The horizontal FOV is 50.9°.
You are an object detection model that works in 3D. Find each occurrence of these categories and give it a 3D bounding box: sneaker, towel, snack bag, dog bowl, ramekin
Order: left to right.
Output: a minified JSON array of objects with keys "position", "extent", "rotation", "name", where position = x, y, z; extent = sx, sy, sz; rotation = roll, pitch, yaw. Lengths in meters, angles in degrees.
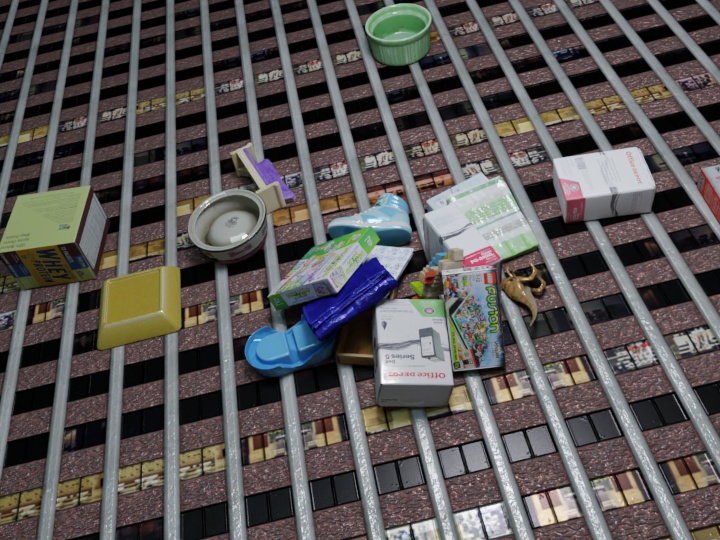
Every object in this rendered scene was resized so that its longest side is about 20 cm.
[{"position":[-0.316,-0.102,1.845],"extent":[0.198,0.074,0.201],"rotation":[-7,50,9],"name":"dog bowl"},{"position":[-0.143,0.161,1.601],"extent":[0.198,0.050,0.112],"rotation":[-19,48,-4],"name":"dog bowl"},{"position":[-0.028,0.050,1.549],"extent":[0.199,0.050,0.148],"rotation":[-35,24,-3],"name":"towel"},{"position":[0.000,0.000,1.688],"extent":[0.198,0.022,0.189],"rotation":[4,37,26],"name":"snack bag"},{"position":[0.024,-0.126,1.798],"extent":[0.198,0.080,0.131],"rotation":[3,51,2],"name":"sneaker"},{"position":[0.118,-0.702,2.264],"extent":[0.198,0.098,0.201],"rotation":[-6,48,7],"name":"ramekin"},{"position":[0.299,-0.109,1.730],"extent":[0.148,0.031,0.201],"rotation":[-21,66,-5],"name":"towel"}]

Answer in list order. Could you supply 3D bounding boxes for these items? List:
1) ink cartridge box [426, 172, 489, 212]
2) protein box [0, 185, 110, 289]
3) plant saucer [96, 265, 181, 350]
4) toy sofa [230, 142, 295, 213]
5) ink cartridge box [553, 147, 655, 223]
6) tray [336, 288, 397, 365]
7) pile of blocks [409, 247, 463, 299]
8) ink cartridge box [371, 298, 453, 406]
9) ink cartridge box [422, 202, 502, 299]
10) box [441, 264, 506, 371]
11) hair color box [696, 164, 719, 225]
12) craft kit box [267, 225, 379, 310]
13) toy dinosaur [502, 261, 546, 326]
[{"position":[0.271,-0.129,1.766],"extent":[0.159,0.047,0.200],"rotation":[-27,48,-11],"name":"ink cartridge box"},{"position":[-0.758,-0.083,1.885],"extent":[0.196,0.136,0.201],"rotation":[-8,48,4],"name":"protein box"},{"position":[-0.521,0.072,1.759],"extent":[0.198,0.049,0.201],"rotation":[-14,49,0],"name":"plant saucer"},{"position":[-0.252,-0.244,1.954],"extent":[0.097,0.083,0.200],"rotation":[-27,50,-11],"name":"toy sofa"},{"position":[0.557,-0.198,1.742],"extent":[0.198,0.085,0.147],"rotation":[-9,48,7],"name":"ink cartridge box"},{"position":[0.016,0.111,1.620],"extent":[0.098,0.037,0.201],"rotation":[2,51,13],"name":"tray"},{"position":[0.143,0.015,1.567],"extent":[0.062,0.201,0.082],"rotation":[-8,55,-30],"name":"pile of blocks"},{"position":[0.100,0.161,1.500],"extent":[0.144,0.084,0.201],"rotation":[1,52,-6],"name":"ink cartridge box"},{"position":[0.217,-0.026,1.621],"extent":[0.083,0.146,0.201],"rotation":[-23,49,-11],"name":"ink cartridge box"},{"position":[0.224,0.094,1.492],"extent":[0.109,0.202,0.035],"rotation":[-7,13,6],"name":"box"},{"position":[0.830,-0.147,1.656],"extent":[0.100,0.062,0.201],"rotation":[-10,49,3],"name":"hair color box"},{"position":[-0.080,-0.004,1.647],"extent":[0.196,0.049,0.200],"rotation":[-15,26,40],"name":"craft kit box"},{"position":[0.345,0.047,1.602],"extent":[0.106,0.061,0.200],"rotation":[-38,41,-5],"name":"toy dinosaur"}]
